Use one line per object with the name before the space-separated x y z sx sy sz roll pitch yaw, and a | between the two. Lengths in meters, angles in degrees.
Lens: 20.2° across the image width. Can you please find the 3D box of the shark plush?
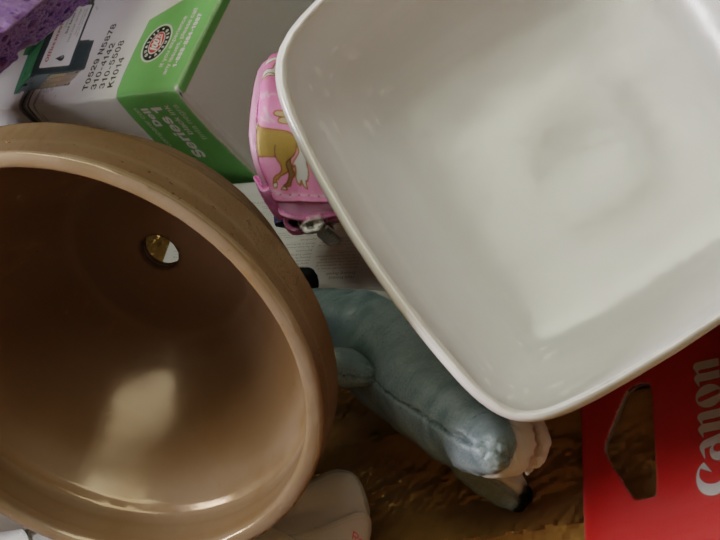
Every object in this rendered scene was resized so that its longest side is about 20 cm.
shark plush | 0.006 0.029 0.868 0.200 0.083 0.091 38 118 29

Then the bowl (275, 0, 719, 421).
bowl | 0.086 -0.057 0.805 0.199 0.075 0.201 -33 77 0

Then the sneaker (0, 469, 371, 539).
sneaker | -0.082 0.126 0.902 0.198 0.078 0.100 -1 46 17

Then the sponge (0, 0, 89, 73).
sponge | -0.193 -0.149 0.990 0.111 0.030 0.200 30 51 20

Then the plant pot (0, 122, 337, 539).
plant pot | -0.097 0.014 0.829 0.199 0.202 0.093 -7 32 24

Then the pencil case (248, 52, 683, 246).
pencil case | 0.052 -0.059 0.890 0.198 0.088 0.083 -3 9 8

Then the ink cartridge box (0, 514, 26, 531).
ink cartridge box | -0.216 0.042 1.029 0.145 0.083 0.201 -15 48 17

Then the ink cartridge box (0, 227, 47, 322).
ink cartridge box | -0.234 0.009 0.947 0.145 0.088 0.200 -45 49 -12

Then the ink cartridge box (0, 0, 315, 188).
ink cartridge box | -0.113 -0.122 1.078 0.199 0.084 0.147 -1 56 42

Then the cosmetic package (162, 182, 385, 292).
cosmetic package | 0.000 0.000 0.966 0.198 0.051 0.083 -2 50 27

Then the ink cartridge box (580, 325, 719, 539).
ink cartridge box | 0.169 0.050 0.836 0.175 0.045 0.201 -13 48 18
